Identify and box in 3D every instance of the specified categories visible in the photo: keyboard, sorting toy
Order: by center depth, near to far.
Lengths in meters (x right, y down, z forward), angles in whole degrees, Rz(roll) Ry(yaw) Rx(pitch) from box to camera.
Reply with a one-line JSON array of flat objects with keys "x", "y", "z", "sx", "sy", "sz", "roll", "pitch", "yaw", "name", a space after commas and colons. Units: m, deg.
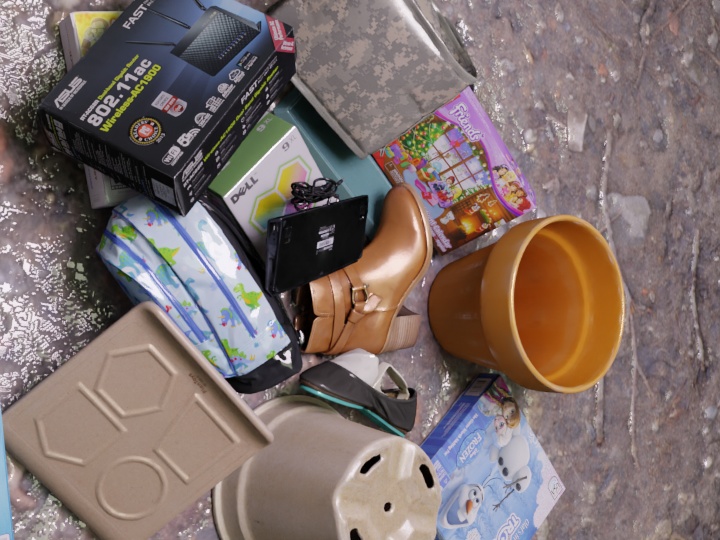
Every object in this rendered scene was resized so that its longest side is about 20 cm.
[{"x": -0.208, "y": 0.146, "z": 0.889, "sx": 0.199, "sy": 0.037, "sz": 0.186, "roll": -36, "pitch": 112, "yaw": 6, "name": "sorting toy"}, {"x": -0.048, "y": -0.045, "z": 0.964, "sx": 0.200, "sy": 0.039, "sz": 0.106, "roll": -23, "pitch": 124, "yaw": -64, "name": "keyboard"}]

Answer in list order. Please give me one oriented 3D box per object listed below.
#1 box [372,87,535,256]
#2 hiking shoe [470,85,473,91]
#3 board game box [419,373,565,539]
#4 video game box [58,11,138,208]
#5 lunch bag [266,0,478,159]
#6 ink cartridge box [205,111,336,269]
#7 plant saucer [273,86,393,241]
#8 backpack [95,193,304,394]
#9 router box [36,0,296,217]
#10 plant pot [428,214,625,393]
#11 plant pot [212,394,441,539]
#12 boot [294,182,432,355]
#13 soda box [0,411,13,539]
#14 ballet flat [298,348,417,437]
[{"x": 0.102, "y": -0.129, "z": 1.149, "sx": 0.201, "sy": 0.136, "sz": 0.039, "roll": 53, "pitch": 25, "yaw": -21, "name": "box"}, {"x": 0.091, "y": -0.235, "z": 1.166, "sx": 0.076, "sy": 0.100, "sz": 0.202, "roll": -40, "pitch": 112, "yaw": -40, "name": "hiking shoe"}, {"x": 0.154, "y": 0.271, "z": 1.215, "sx": 0.200, "sy": 0.043, "sz": 0.200, "roll": -45, "pitch": 114, "yaw": -31, "name": "board game box"}, {"x": -0.191, "y": -0.167, "z": 0.978, "sx": 0.198, "sy": 0.046, "sz": 0.185, "roll": -12, "pitch": 96, "yaw": -38, "name": "video game box"}, {"x": 0.012, "y": -0.240, "z": 1.047, "sx": 0.201, "sy": 0.163, "sz": 0.118, "roll": 51, "pitch": 23, "yaw": -16, "name": "lunch bag"}, {"x": -0.099, "y": -0.089, "z": 0.974, "sx": 0.104, "sy": 0.059, "sz": 0.201, "roll": -46, "pitch": 140, "yaw": -16, "name": "ink cartridge box"}, {"x": -0.019, "y": -0.130, "z": 1.128, "sx": 0.201, "sy": 0.019, "sz": 0.070, "roll": 51, "pitch": 58, "yaw": -22, "name": "plant saucer"}, {"x": -0.156, "y": 0.009, "z": 0.919, "sx": 0.152, "sy": 0.163, "sz": 0.202, "roll": -23, "pitch": 115, "yaw": -15, "name": "backpack"}, {"x": -0.169, "y": -0.166, "z": 0.877, "sx": 0.148, "sy": 0.062, "sz": 0.201, "roll": 26, "pitch": 63, "yaw": 14, "name": "router box"}, {"x": 0.186, "y": 0.043, "z": 1.170, "sx": 0.198, "sy": 0.182, "sz": 0.204, "roll": 3, "pitch": 84, "yaw": -37, "name": "plant pot"}, {"x": -0.022, "y": 0.234, "z": 0.992, "sx": 0.198, "sy": 0.182, "sz": 0.204, "roll": 3, "pitch": 85, "yaw": -37, "name": "plant pot"}, {"x": 0.000, "y": 0.000, "z": 1.090, "sx": 0.153, "sy": 0.073, "sz": 0.204, "roll": -1, "pitch": 93, "yaw": -33, "name": "boot"}, {"x": -0.343, "y": 0.150, "z": 0.820, "sx": 0.063, "sy": 0.067, "sz": 0.203, "roll": -5, "pitch": 89, "yaw": -38, "name": "soda box"}, {"x": 0.002, "y": 0.127, "z": 1.078, "sx": 0.200, "sy": 0.067, "sz": 0.069, "roll": 36, "pitch": 76, "yaw": -51, "name": "ballet flat"}]
